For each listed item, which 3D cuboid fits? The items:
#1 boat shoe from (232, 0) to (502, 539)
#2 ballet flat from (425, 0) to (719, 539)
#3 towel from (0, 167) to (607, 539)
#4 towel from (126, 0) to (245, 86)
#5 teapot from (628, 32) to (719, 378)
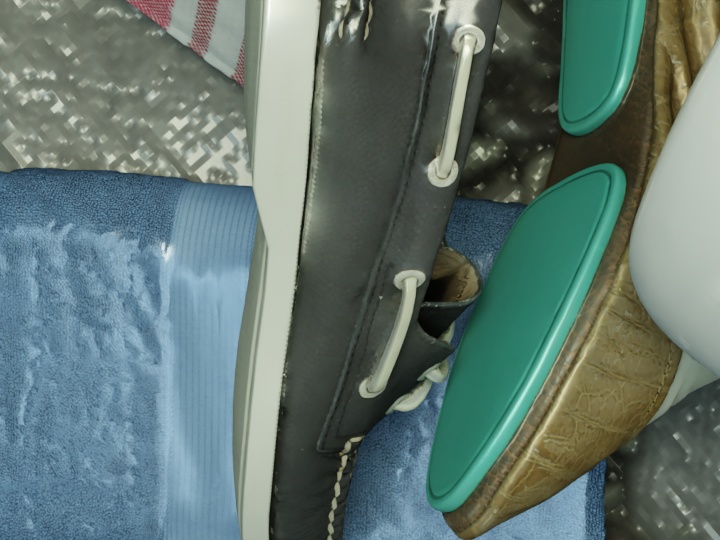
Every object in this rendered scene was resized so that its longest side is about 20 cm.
[{"bbox_3d":[0.000,0.000,0.717,0.060,0.074,0.200,1,125,-4],"label":"boat shoe"},{"bbox_3d":[0.075,-0.018,0.748,0.072,0.068,0.200,23,66,-20],"label":"ballet flat"},{"bbox_3d":[-0.027,0.030,0.811,0.200,0.049,0.112,4,98,13],"label":"towel"},{"bbox_3d":[-0.064,-0.119,0.760,0.200,0.146,0.030,36,71,5],"label":"towel"},{"bbox_3d":[0.161,-0.031,0.648,0.146,0.200,0.198,32,108,10],"label":"teapot"}]
